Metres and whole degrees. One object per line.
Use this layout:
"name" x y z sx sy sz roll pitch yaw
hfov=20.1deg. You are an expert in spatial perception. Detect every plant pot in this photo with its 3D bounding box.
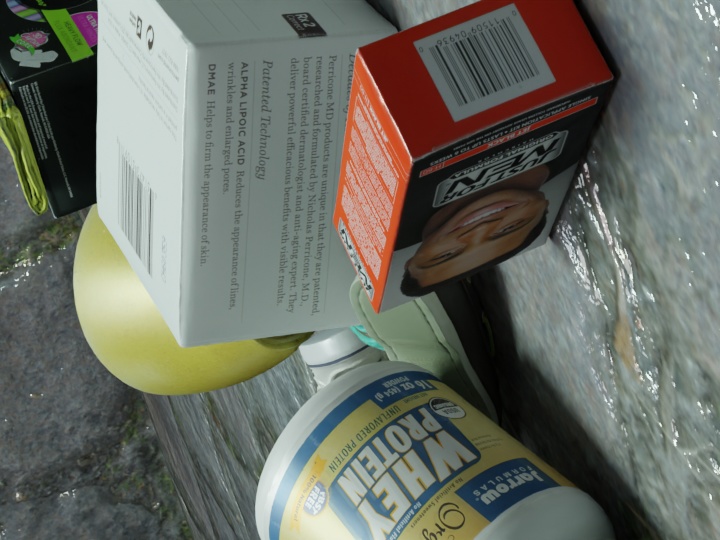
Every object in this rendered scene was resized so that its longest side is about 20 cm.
"plant pot" -0.106 0.006 1.614 0.142 0.200 0.200 4 119 49

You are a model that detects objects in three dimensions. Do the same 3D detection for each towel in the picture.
"towel" -0.262 -0.122 1.433 0.200 0.018 0.086 -126 20 -49

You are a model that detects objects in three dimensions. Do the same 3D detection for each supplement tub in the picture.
"supplement tub" 0.052 0.157 1.142 0.200 0.145 0.145 37 152 35

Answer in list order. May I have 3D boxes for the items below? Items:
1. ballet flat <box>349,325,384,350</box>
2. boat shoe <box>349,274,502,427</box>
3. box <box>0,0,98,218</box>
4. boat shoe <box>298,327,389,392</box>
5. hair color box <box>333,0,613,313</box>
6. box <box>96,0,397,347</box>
"ballet flat" 0.000 0.000 1.353 0.070 0.067 0.200 29 -167 -35
"boat shoe" 0.050 0.046 1.235 0.072 0.061 0.201 8 144 24
"box" -0.162 -0.156 1.459 0.149 0.200 0.124 -125 18 -47
"boat shoe" -0.006 0.072 1.508 0.066 0.072 0.200 62 169 3
"hair color box" 0.047 -0.054 0.955 0.200 0.101 0.061 100 146 -71
"box" -0.077 -0.087 1.260 0.199 0.130 0.200 -131 39 -55
